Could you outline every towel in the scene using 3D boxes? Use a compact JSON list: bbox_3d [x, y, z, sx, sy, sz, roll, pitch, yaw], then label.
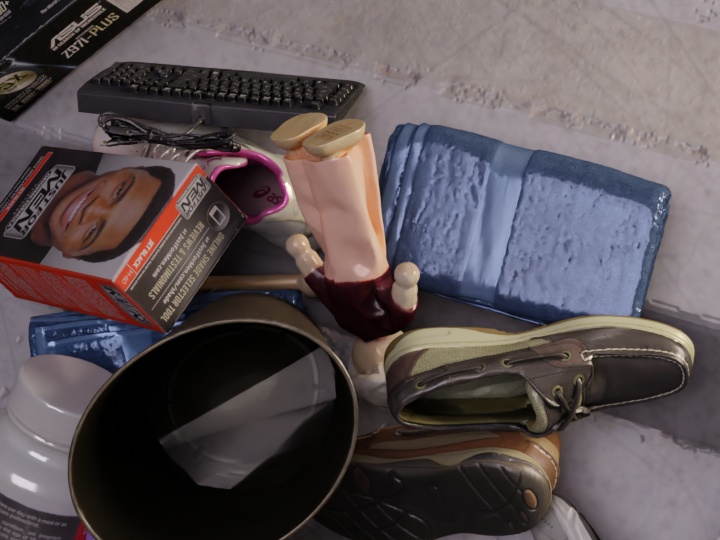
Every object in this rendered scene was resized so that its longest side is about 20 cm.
[{"bbox_3d":[0.104,-0.027,1.252,0.198,0.048,0.113,16,90,20],"label":"towel"},{"bbox_3d":[-0.133,0.075,1.308,0.198,0.049,0.113,-7,98,15],"label":"towel"}]

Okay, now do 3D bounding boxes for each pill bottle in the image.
[{"bbox_3d":[-0.223,0.163,1.273,0.110,0.111,0.201,29,112,19],"label":"pill bottle"}]

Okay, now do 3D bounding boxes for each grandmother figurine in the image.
[{"bbox_3d":[0.000,0.000,1.224,0.060,0.121,0.202,-25,116,-23],"label":"grandmother figurine"}]

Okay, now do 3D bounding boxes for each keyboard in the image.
[{"bbox_3d":[-0.107,-0.116,1.307,0.198,0.127,0.021,6,123,18],"label":"keyboard"}]

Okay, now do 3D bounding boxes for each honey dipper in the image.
[{"bbox_3d":[-0.118,0.011,1.334,0.198,0.038,0.038,-1,82,13],"label":"honey dipper"}]

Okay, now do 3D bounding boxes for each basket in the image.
[{"bbox_3d":[-0.078,0.085,1.165,0.179,0.200,0.137,-30,96,8],"label":"basket"}]

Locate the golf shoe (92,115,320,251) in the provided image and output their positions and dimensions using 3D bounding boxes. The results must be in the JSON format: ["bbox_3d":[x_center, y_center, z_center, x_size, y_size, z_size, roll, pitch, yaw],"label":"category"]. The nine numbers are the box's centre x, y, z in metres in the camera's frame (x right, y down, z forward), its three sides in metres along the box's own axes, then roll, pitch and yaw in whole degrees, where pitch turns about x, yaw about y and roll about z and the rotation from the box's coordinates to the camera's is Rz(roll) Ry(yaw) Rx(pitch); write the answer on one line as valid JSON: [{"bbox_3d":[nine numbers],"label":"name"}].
[{"bbox_3d":[-0.110,-0.074,1.311,0.198,0.091,0.076,19,90,20],"label":"golf shoe"}]

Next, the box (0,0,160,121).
[{"bbox_3d":[-0.243,-0.239,1.376,0.199,0.086,0.164,-36,73,10],"label":"box"}]

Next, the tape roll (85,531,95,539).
[{"bbox_3d":[-0.086,0.220,1.205,0.198,0.200,0.086,9,84,18],"label":"tape roll"}]

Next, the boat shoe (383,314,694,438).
[{"bbox_3d":[0.113,0.075,1.182,0.199,0.072,0.066,-1,44,5],"label":"boat shoe"}]

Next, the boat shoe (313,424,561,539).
[{"bbox_3d":[0.047,0.135,1.246,0.198,0.074,0.076,-3,122,32],"label":"boat shoe"}]

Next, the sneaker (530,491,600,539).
[{"bbox_3d":[0.137,0.236,1.183,0.091,0.076,0.201,-28,59,7],"label":"sneaker"}]

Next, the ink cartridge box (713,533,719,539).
[{"bbox_3d":[0.302,0.207,1.103,0.200,0.041,0.200,45,108,14],"label":"ink cartridge box"}]

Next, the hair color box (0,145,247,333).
[{"bbox_3d":[-0.177,-0.025,1.277,0.199,0.061,0.102,9,59,49],"label":"hair color box"}]
